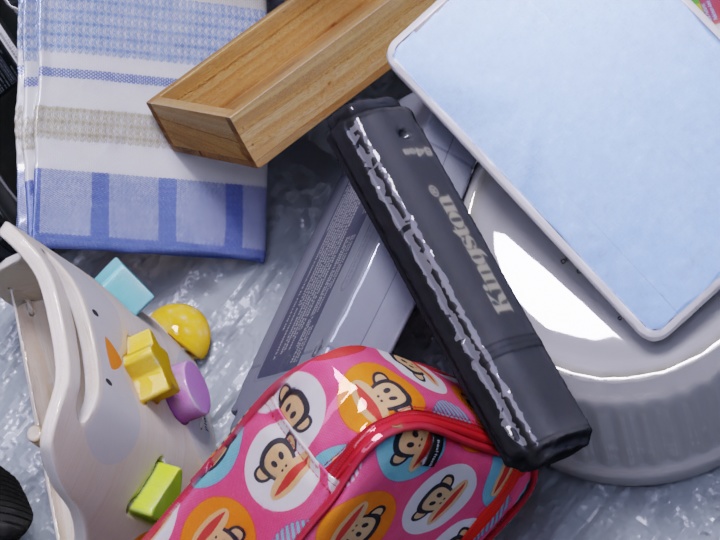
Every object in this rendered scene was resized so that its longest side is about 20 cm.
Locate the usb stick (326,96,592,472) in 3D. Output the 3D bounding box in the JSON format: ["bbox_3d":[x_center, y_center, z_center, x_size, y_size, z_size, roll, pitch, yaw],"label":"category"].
[{"bbox_3d":[0.047,0.005,1.156,0.033,0.055,0.200,-43,69,42],"label":"usb stick"}]

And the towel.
[{"bbox_3d":[-0.120,-0.105,1.320,0.147,0.024,0.201,3,80,-23],"label":"towel"}]

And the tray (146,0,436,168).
[{"bbox_3d":[-0.010,-0.127,1.297,0.200,0.037,0.099,-39,25,-20],"label":"tray"}]

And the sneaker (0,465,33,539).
[{"bbox_3d":[-0.250,0.121,1.280,0.200,0.074,0.089,24,89,43],"label":"sneaker"}]

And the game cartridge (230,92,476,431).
[{"bbox_3d":[0.000,0.000,1.248,0.041,0.133,0.200,28,75,-11],"label":"game cartridge"}]

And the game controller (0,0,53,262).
[{"bbox_3d":[-0.214,-0.104,1.345,0.104,0.042,0.200,-34,88,11],"label":"game controller"}]

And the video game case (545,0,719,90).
[{"bbox_3d":[0.172,-0.159,1.271,0.182,0.023,0.200,-17,30,6],"label":"video game case"}]

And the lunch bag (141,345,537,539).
[{"bbox_3d":[-0.013,0.135,1.174,0.200,0.176,0.082,-50,57,13],"label":"lunch bag"}]

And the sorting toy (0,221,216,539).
[{"bbox_3d":[-0.139,0.060,1.225,0.107,0.180,0.200,-17,66,6],"label":"sorting toy"}]

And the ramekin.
[{"bbox_3d":[0.137,-0.001,1.229,0.200,0.105,0.201,-4,67,11],"label":"ramekin"}]

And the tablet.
[{"bbox_3d":[0.122,-0.078,1.176,0.130,0.014,0.200,-42,78,0],"label":"tablet"}]
